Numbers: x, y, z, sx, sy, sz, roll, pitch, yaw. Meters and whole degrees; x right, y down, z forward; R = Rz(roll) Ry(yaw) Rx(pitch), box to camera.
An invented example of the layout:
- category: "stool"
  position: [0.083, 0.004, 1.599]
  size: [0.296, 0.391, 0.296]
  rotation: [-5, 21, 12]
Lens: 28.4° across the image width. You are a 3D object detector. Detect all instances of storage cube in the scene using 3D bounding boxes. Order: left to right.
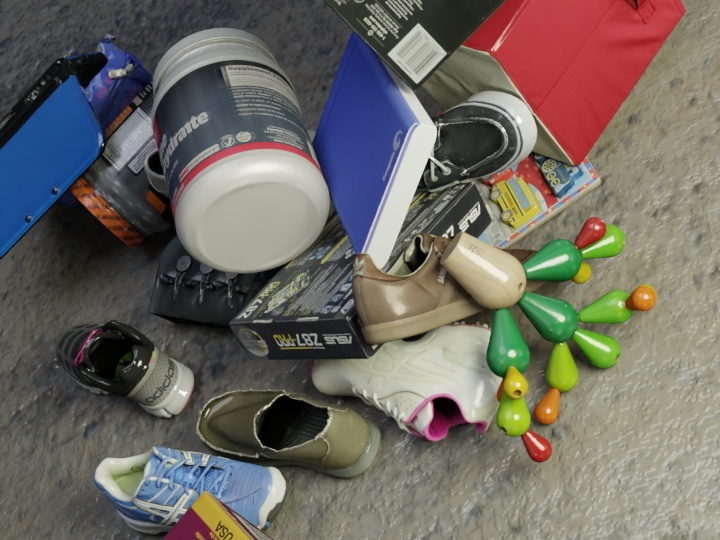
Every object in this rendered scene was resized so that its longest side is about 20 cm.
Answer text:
- category: "storage cube"
  position: [0.146, -0.228, 1.263]
  size: [0.199, 0.171, 0.180]
  rotation: [27, 78, 46]

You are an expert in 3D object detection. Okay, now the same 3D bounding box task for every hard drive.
- category: "hard drive"
  position: [0.006, -0.110, 1.228]
  size: [0.200, 0.025, 0.133]
  rotation: [-115, 41, -55]

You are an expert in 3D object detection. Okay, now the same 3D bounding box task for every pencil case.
- category: "pencil case"
  position: [-0.319, -0.175, 1.677]
  size: [0.201, 0.078, 0.087]
  rotation: [-62, 21, -16]

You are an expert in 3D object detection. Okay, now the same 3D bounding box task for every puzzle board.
- category: "puzzle board"
  position: [0.122, -0.103, 1.326]
  size: [0.150, 0.017, 0.201]
  rotation: [-35, 43, 11]

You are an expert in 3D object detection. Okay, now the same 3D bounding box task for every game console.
- category: "game console"
  position: [-0.342, -0.127, 1.560]
  size: [0.200, 0.119, 0.171]
  rotation: [-41, 1, 19]

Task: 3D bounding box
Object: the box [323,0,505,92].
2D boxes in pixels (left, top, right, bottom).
- category: "box"
  position: [0.007, -0.273, 1.175]
  size: [0.124, 0.148, 0.200]
  rotation: [-43, 43, 8]

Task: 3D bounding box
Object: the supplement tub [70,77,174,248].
- category: "supplement tub"
  position: [-0.210, -0.129, 1.525]
  size: [0.200, 0.123, 0.122]
  rotation: [-47, 43, -1]

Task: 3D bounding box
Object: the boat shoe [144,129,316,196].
- category: "boat shoe"
  position: [-0.119, -0.110, 1.428]
  size: [0.198, 0.066, 0.073]
  rotation: [0, 83, 3]

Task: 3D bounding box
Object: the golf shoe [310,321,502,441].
- category: "golf shoe"
  position: [0.035, 0.098, 1.202]
  size: [0.199, 0.075, 0.092]
  rotation: [-9, 59, 36]

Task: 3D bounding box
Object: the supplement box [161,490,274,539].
- category: "supplement box"
  position: [-0.128, 0.300, 1.130]
  size: [0.200, 0.131, 0.103]
  rotation: [-50, 43, -4]

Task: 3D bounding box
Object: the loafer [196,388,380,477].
- category: "loafer"
  position: [-0.074, 0.133, 1.259]
  size: [0.199, 0.070, 0.076]
  rotation: [-1, 58, 37]

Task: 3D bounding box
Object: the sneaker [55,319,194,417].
- category: "sneaker"
  position: [-0.251, 0.084, 1.421]
  size: [0.199, 0.087, 0.074]
  rotation: [19, 71, 45]

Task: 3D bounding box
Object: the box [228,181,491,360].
- category: "box"
  position: [0.000, 0.000, 1.253]
  size: [0.160, 0.049, 0.200]
  rotation: [-3, 35, 45]

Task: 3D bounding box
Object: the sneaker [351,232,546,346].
- category: "sneaker"
  position: [0.078, -0.001, 1.162]
  size: [0.199, 0.076, 0.070]
  rotation: [-19, 3, -38]

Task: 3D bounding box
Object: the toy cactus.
- category: "toy cactus"
  position: [0.137, 0.031, 1.111]
  size: [0.201, 0.164, 0.102]
  rotation: [-58, 9, -10]

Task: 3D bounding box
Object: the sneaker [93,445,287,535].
- category: "sneaker"
  position: [-0.154, 0.199, 1.267]
  size: [0.198, 0.077, 0.076]
  rotation: [-8, 52, 31]

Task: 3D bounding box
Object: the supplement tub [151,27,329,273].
- category: "supplement tub"
  position: [-0.115, -0.111, 1.302]
  size: [0.140, 0.140, 0.201]
  rotation: [-32, 49, 14]

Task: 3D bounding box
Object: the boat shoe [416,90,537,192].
- category: "boat shoe"
  position: [0.066, -0.103, 1.239]
  size: [0.068, 0.072, 0.199]
  rotation: [-35, 19, -37]

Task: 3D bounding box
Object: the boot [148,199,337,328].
- category: "boot"
  position: [-0.108, -0.016, 1.410]
  size: [0.199, 0.066, 0.166]
  rotation: [3, 59, 44]
